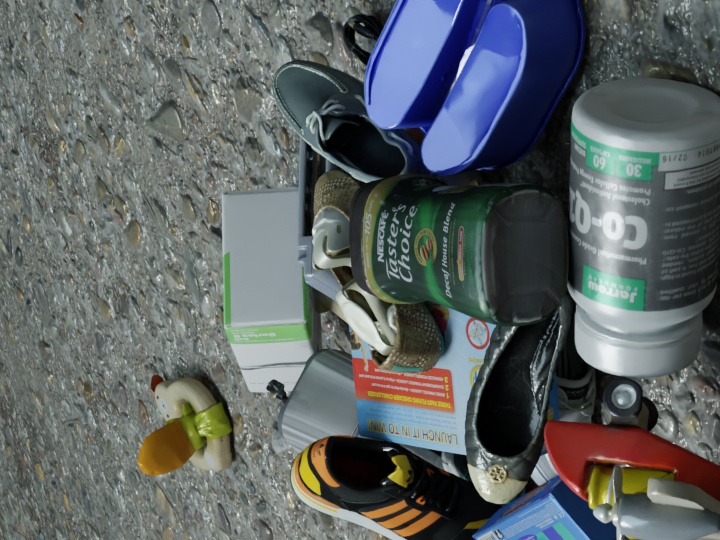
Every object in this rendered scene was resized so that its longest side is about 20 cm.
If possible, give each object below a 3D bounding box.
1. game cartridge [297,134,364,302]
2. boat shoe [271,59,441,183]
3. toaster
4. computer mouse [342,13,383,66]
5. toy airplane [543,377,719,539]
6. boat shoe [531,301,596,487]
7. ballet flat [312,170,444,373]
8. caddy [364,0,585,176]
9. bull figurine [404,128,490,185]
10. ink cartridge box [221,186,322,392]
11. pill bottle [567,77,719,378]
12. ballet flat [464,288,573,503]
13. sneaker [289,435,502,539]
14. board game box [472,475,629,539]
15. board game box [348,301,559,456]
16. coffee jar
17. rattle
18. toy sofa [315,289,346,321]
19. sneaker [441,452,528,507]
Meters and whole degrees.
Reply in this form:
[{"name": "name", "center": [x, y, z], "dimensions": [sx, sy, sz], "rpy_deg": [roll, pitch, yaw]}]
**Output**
[{"name": "game cartridge", "center": [-0.014, -0.071, 1.551], "dimensions": [0.041, 0.133, 0.200], "rpy_deg": [-9, 70, 28]}, {"name": "boat shoe", "center": [-0.011, -0.126, 1.458], "dimensions": [0.200, 0.073, 0.062], "rpy_deg": [44, -176, 28]}, {"name": "toaster", "center": [0.016, 0.153, 1.621], "dimensions": [0.129, 0.114, 0.200], "rpy_deg": [18, 166, 49]}, {"name": "computer mouse", "center": [0.041, -0.196, 1.489], "dimensions": [0.200, 0.034, 0.059], "rpy_deg": [22, 106, 50]}, {"name": "toy airplane", "center": [0.240, 0.183, 1.231], "dimensions": [0.200, 0.141, 0.199], "rpy_deg": [32, 174, -20]}, {"name": "boat shoe", "center": [0.164, 0.096, 1.428], "dimensions": [0.067, 0.073, 0.200], "rpy_deg": [3, 109, 62]}, {"name": "ballet flat", "center": [0.000, 0.000, 1.412], "dimensions": [0.200, 0.065, 0.071], "rpy_deg": [58, 136, 22]}, {"name": "caddy", "center": [0.095, -0.169, 1.357], "dimensions": [0.141, 0.105, 0.200], "rpy_deg": [42, 126, 21]}, {"name": "bull figurine", "center": [0.076, -0.085, 1.483], "dimensions": [0.200, 0.065, 0.121], "rpy_deg": [61, 144, 10]}, {"name": "ink cartridge box", "center": [-0.087, 0.024, 1.702], "dimensions": [0.200, 0.084, 0.146], "rpy_deg": [82, -175, -67]}, {"name": "pill bottle", "center": [0.208, -0.030, 1.237], "dimensions": [0.113, 0.113, 0.200], "rpy_deg": [34, 135, 48]}, {"name": "ballet flat", "center": [0.119, 0.090, 1.316], "dimensions": [0.057, 0.066, 0.200], "rpy_deg": [-58, -21, -74]}, {"name": "sneaker", "center": [0.041, 0.195, 1.486], "dimensions": [0.090, 0.200, 0.070], "rpy_deg": [127, 158, -62]}, {"name": "board game box", "center": [0.204, 0.271, 1.435], "dimensions": [0.200, 0.045, 0.152], "rpy_deg": [50, 149, 2]}, {"name": "board game box", "center": [0.074, 0.052, 1.434], "dimensions": [0.200, 0.056, 0.196], "rpy_deg": [5, 103, 49]}, {"name": "coffee jar", "center": [0.069, -0.019, 1.292], "dimensions": [0.200, 0.085, 0.105], "rpy_deg": [10, 104, 59]}, {"name": "rattle", "center": [-0.263, 0.205, 2.185], "dimensions": [0.200, 0.143, 0.130], "rpy_deg": [27, 148, 44]}, {"name": "toy sofa", "center": [0.039, 0.027, 1.599], "dimensions": [0.200, 0.083, 0.098], "rpy_deg": [37, 138, 46]}, {"name": "sneaker", "center": [0.128, 0.204, 1.579], "dimensions": [0.091, 0.078, 0.200], "rpy_deg": [26, 133, 32]}]
